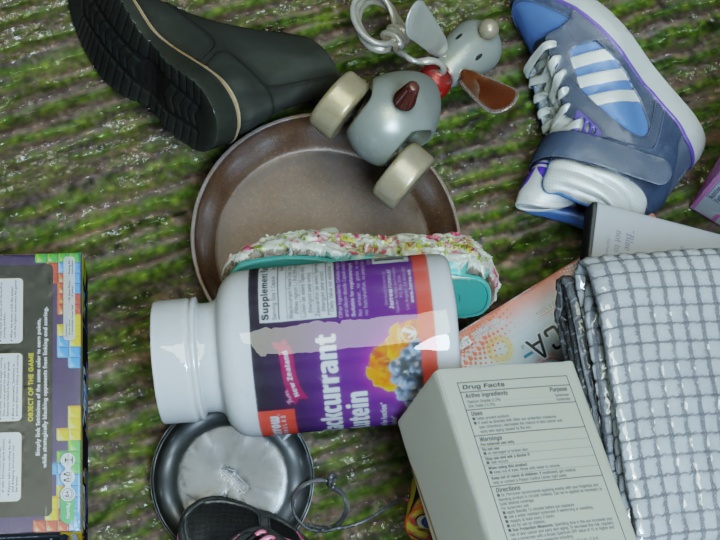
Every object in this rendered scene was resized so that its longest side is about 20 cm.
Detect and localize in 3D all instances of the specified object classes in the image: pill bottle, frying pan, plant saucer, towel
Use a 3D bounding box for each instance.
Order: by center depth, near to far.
[{"bbox_3d":[0.221,0.088,1.065,0.165,0.086,0.201,-2,73,-18],"label":"towel"},{"bbox_3d":[-0.036,0.052,1.085,0.199,0.112,0.112,-5,70,0],"label":"pill bottle"},{"bbox_3d":[-0.055,0.130,1.135,0.189,0.031,0.115,-24,85,-3],"label":"frying pan"},{"bbox_3d":[-0.026,-0.019,1.206,0.199,0.035,0.201,2,70,-5],"label":"plant saucer"}]

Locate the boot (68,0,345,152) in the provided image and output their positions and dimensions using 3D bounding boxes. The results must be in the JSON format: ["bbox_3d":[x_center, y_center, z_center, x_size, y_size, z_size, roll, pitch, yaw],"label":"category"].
[{"bbox_3d":[-0.118,-0.173,1.244,0.138,0.078,0.200,-23,59,-37],"label":"boot"}]

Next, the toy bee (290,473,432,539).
[{"bbox_3d":[0.070,0.173,1.088,0.199,0.109,0.131,4,54,-23],"label":"toy bee"}]

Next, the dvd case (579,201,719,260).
[{"bbox_3d":[0.246,0.041,1.158,0.199,0.018,0.143,14,69,-11],"label":"dvd case"}]

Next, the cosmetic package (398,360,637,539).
[{"bbox_3d":[0.104,0.160,0.992,0.103,0.073,0.201,-1,57,-25],"label":"cosmetic package"}]

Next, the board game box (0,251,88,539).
[{"bbox_3d":[-0.271,0.091,1.125,0.164,0.057,0.201,-1,70,-5],"label":"board game box"}]

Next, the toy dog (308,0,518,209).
[{"bbox_3d":[0.049,-0.142,1.195,0.131,0.096,0.201,28,52,-13],"label":"toy dog"}]

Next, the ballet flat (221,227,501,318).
[{"bbox_3d":[0.000,0.000,1.158,0.199,0.076,0.064,5,38,-10],"label":"ballet flat"}]

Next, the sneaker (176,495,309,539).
[{"bbox_3d":[-0.042,0.199,1.040,0.200,0.096,0.079,34,62,27],"label":"sneaker"}]

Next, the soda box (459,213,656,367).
[{"bbox_3d":[0.148,0.041,1.188,0.199,0.064,0.069,-30,76,-15],"label":"soda box"}]

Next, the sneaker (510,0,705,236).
[{"bbox_3d":[0.152,-0.115,1.236,0.146,0.081,0.200,-41,85,-23],"label":"sneaker"}]

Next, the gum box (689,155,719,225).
[{"bbox_3d":[0.315,-0.099,1.191,0.066,0.200,0.114,32,77,5],"label":"gum box"}]
